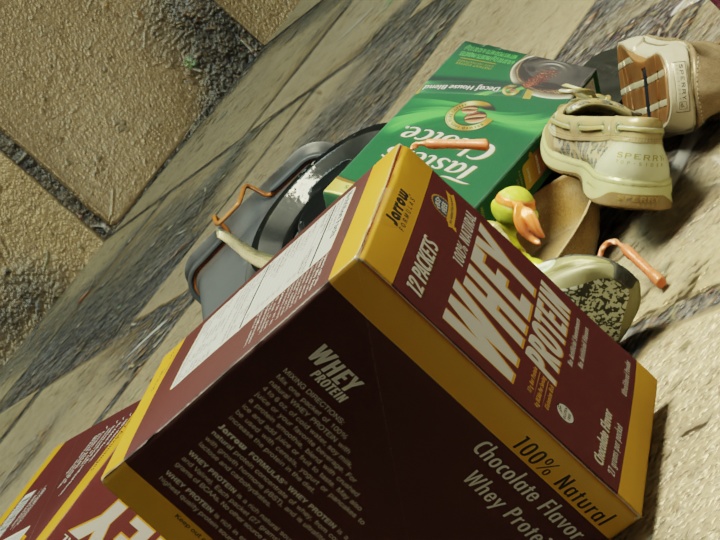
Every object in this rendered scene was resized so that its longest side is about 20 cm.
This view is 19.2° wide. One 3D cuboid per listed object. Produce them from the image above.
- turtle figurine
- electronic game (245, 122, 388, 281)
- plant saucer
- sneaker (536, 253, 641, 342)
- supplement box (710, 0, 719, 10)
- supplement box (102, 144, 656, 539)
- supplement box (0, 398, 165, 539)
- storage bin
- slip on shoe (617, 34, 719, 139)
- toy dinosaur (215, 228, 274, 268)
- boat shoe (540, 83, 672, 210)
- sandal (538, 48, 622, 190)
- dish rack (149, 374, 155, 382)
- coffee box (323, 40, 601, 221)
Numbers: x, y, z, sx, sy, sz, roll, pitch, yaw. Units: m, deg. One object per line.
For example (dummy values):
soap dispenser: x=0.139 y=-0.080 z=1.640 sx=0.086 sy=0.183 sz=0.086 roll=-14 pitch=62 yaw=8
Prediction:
turtle figurine: x=0.082 y=0.014 z=1.340 sx=0.064 sy=0.200 sz=0.161 roll=-5 pitch=-60 yaw=-60
electronic game: x=-0.014 y=-0.045 z=1.699 sx=0.200 sy=0.042 sz=0.200 roll=-35 pitch=26 yaw=20
plant saucer: x=0.102 y=0.015 z=1.476 sx=0.200 sy=0.035 sz=0.200 roll=-44 pitch=11 yaw=11
sneaker: x=0.095 y=0.074 z=1.266 sx=0.200 sy=0.077 sz=0.089 roll=-46 pitch=24 yaw=28
supplement box: x=0.258 y=-0.247 z=1.381 sx=0.131 sy=0.200 sz=0.103 roll=-41 pitch=14 yaw=25
supplement box: x=0.014 y=0.085 z=1.127 sx=0.200 sy=0.197 sz=0.133 roll=-41 pitch=13 yaw=27
supplement box: x=-0.196 y=0.222 z=1.605 sx=0.200 sy=0.133 sz=0.197 roll=-30 pitch=21 yaw=55
storage bin: x=-0.064 y=0.001 z=1.891 sx=0.200 sy=0.146 sz=0.134 roll=-43 pitch=23 yaw=19
slip on shoe: x=0.222 y=-0.131 z=1.488 sx=0.060 sy=0.076 sz=0.200 roll=-7 pitch=2 yaw=-3
toy dinosaur: x=0.000 y=0.000 z=1.532 sx=0.088 sy=0.200 sz=0.048 roll=-105 pitch=17 yaw=-50
boat shoe: x=0.169 y=-0.090 z=1.426 sx=0.200 sy=0.073 sz=0.063 roll=-123 pitch=36 yaw=-71
sandal: x=0.152 y=-0.112 z=1.618 sx=0.075 sy=0.045 sz=0.200 roll=19 pitch=56 yaw=33
dish rack: x=-0.118 y=0.117 z=1.713 sx=0.153 sy=0.055 sz=0.200 roll=-7 pitch=-22 yaw=-33
coffee box: x=0.077 y=-0.087 z=1.545 sx=0.123 sy=0.044 sz=0.200 roll=17 pitch=48 yaw=33
